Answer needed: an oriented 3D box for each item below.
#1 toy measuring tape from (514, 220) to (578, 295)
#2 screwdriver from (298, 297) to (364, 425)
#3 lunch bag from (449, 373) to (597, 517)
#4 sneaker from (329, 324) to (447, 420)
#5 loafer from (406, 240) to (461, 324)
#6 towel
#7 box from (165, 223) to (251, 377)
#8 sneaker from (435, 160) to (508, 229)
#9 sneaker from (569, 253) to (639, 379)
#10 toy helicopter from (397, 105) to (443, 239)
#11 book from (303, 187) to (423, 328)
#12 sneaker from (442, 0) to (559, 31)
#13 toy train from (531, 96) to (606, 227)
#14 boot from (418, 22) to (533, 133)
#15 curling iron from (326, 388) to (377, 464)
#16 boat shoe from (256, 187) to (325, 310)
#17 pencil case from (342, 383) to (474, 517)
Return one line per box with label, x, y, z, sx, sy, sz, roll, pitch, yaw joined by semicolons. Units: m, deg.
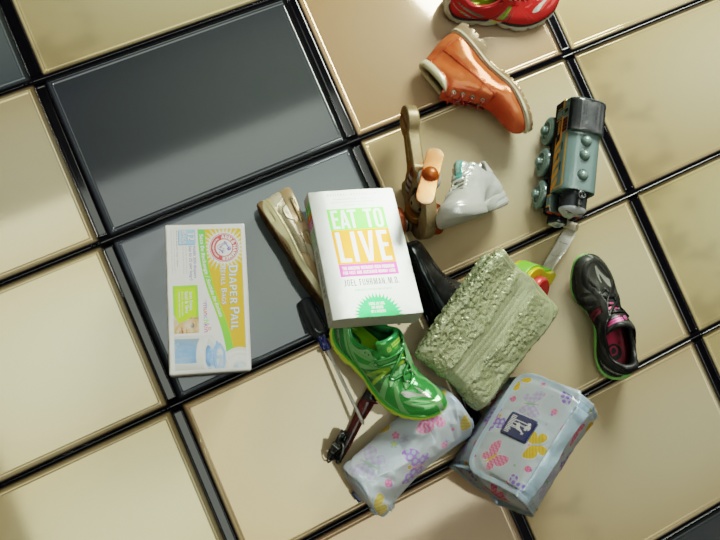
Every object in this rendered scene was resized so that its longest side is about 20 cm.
toy measuring tape;0.270;-0.009;1.247;0.073;0.074;0.201;36;76;-4
screwdriver;-0.039;0.128;1.169;0.028;0.029;0.201;-23;72;-16
lunch bag;0.227;0.238;1.140;0.127;0.200;0.170;38;78;-5
sneaker;0.038;0.130;1.135;0.200;0.084;0.074;40;51;11
loafer;0.125;0.040;1.218;0.072;0.073;0.202;-31;99;-22
towel;0.182;0.084;1.172;0.148;0.036;0.201;41;82;-10
box;-0.210;0.042;1.128;0.111;0.101;0.203;-3;83;-11
sneaker;0.152;-0.117;1.193;0.075;0.200;0.089;-17;94;29
sneaker;0.383;0.066;1.254;0.076;0.084;0.202;-19;86;-14
toy helicopter;0.083;-0.147;1.198;0.078;0.132;0.203;-6;83;-12
book;0.000;-0.018;1.152;0.132;0.048;0.202;-3;63;-21
sneaker;0.230;-0.427;1.290;0.197;0.085;0.078;-8;84;-12
toy train;0.322;-0.170;1.258;0.084;0.114;0.203;11;80;-9
boot;0.179;-0.274;1.270;0.107;0.075;0.201;-38;82;-10
curling iron;0.010;0.192;1.182;0.025;0.050;0.201;30;76;10
boat shoe;-0.073;-0.028;1.182;0.064;0.071;0.201;-32;88;-13
pencil case;0.068;0.254;1.164;0.200;0.083;0.091;-40;70;-15
